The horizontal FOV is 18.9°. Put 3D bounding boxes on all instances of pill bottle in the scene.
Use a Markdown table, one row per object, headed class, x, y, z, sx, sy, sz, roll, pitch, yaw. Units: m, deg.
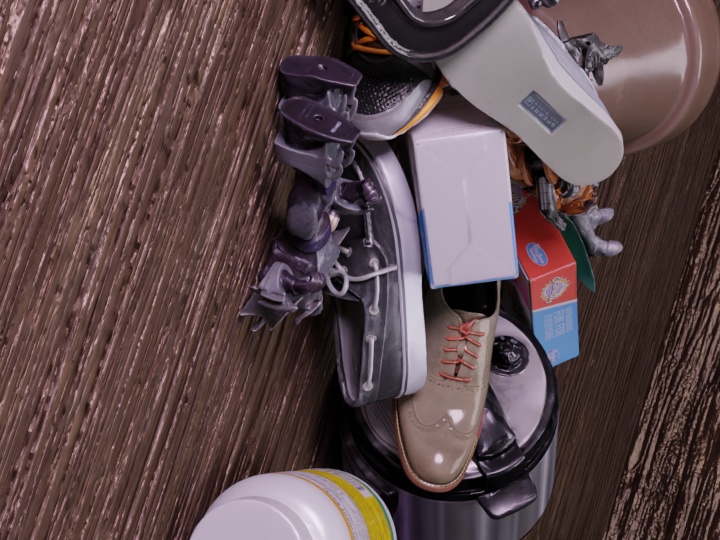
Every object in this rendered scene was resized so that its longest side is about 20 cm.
| class | x | y | z | sx | sy | sz | roll | pitch | yaw |
| --- | --- | --- | --- | --- | --- | --- | --- | --- | --- |
| pill bottle | -0.049 | 0.195 | 1.491 | 0.200 | 0.112 | 0.114 | 15 | 90 | -75 |

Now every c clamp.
| class | x | y | z | sx | sy | sz | roll | pitch | yaw |
| --- | --- | --- | --- | --- | --- | --- | --- | --- | --- |
| c clamp | 0.058 | -0.219 | 1.366 | 0.171 | 0.027 | 0.200 | -42 | 127 | 10 |

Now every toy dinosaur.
| class | x | y | z | sx | sy | sz | roll | pitch | yaw |
| --- | --- | --- | --- | --- | --- | --- | --- | --- | --- |
| toy dinosaur | 0.143 | -0.107 | 1.618 | 0.200 | 0.101 | 0.137 | 82 | 11 | -73 |

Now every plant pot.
| class | x | y | z | sx | sy | sz | roll | pitch | yaw |
| --- | --- | --- | --- | --- | --- | --- | --- | --- | --- |
| plant pot | 0.183 | -0.186 | 1.868 | 0.174 | 0.199 | 0.202 | -20 | 127 | -48 |

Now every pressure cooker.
| class | x | y | z | sx | sy | sz | roll | pitch | yaw |
| --- | --- | --- | --- | --- | --- | --- | --- | --- | --- |
| pressure cooker | 0.073 | 0.120 | 1.733 | 0.201 | 0.174 | 0.180 | 87 | 21 | -58 |

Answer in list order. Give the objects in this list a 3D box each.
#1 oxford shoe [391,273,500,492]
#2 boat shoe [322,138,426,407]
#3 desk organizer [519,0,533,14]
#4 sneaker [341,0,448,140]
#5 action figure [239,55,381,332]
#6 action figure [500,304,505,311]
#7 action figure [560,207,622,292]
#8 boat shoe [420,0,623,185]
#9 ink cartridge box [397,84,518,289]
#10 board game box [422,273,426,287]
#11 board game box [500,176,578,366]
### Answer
| class | x | y | z | sx | sy | sz | roll | pitch | yaw |
| --- | --- | --- | --- | --- | --- | --- | --- | --- | --- |
| oxford shoe | 0.065 | 0.062 | 1.604 | 0.075 | 0.070 | 0.202 | 112 | -14 | -67 |
| boat shoe | -0.001 | 0.000 | 1.550 | 0.068 | 0.073 | 0.201 | -15 | 113 | -26 |
| desk organizer | 0.087 | -0.238 | 1.633 | 0.200 | 0.071 | 0.077 | 72 | 39 | -64 |
| sneaker | 0.025 | -0.187 | 1.478 | 0.077 | 0.078 | 0.202 | 34 | 68 | -60 |
| action figure | -0.031 | -0.038 | 1.415 | 0.201 | 0.069 | 0.131 | 94 | 14 | -45 |
| action figure | 0.136 | -0.005 | 1.889 | 0.118 | 0.054 | 0.202 | -97 | -155 | -81 |
| action figure | 0.158 | -0.089 | 1.760 | 0.200 | 0.054 | 0.119 | 55 | 18 | -42 |
| boat shoe | 0.105 | -0.139 | 1.484 | 0.201 | 0.070 | 0.072 | 44 | 16 | -31 |
| ink cartridge box | 0.065 | -0.082 | 1.588 | 0.200 | 0.067 | 0.116 | -102 | -176 | -65 |
| board game box | 0.098 | -0.036 | 1.949 | 0.134 | 0.029 | 0.202 | 5 | 100 | -74 |
| board game box | 0.118 | -0.039 | 1.762 | 0.153 | 0.040 | 0.201 | 79 | -12 | -60 |
